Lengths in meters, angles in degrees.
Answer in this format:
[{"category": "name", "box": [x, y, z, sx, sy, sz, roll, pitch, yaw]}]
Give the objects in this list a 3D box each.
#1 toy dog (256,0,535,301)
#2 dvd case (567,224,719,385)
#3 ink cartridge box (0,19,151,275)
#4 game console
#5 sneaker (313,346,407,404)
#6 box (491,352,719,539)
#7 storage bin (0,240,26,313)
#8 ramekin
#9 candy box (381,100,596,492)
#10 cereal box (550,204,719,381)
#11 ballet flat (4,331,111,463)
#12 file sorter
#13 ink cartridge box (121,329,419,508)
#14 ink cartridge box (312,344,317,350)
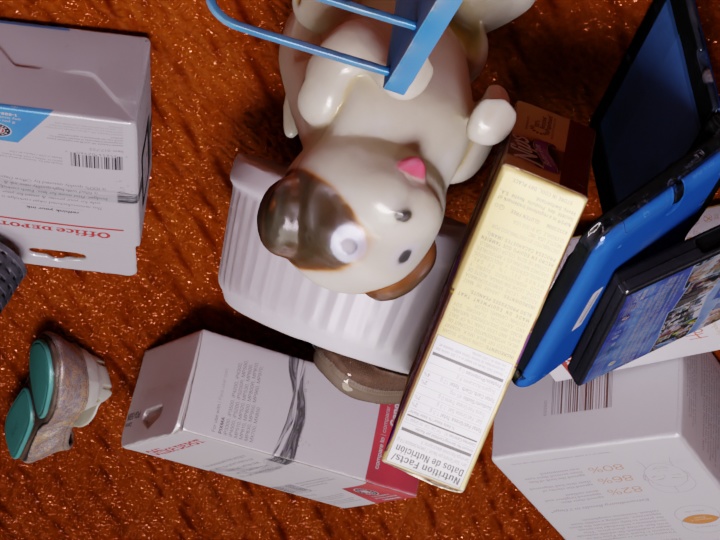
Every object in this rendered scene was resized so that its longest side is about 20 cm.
[{"category": "toy dog", "box": [0.000, -0.085, 1.385, 0.193, 0.201, 0.139, -21, 141, 38]}, {"category": "dvd case", "box": [0.223, -0.002, 1.431, 0.199, 0.018, 0.143, -24, 160, -17]}, {"category": "ink cartridge box", "box": [-0.197, -0.077, 1.567, 0.115, 0.068, 0.200, 7, 151, -1]}, {"category": "game console", "box": [0.140, -0.052, 1.423, 0.170, 0.118, 0.200, -34, 163, -26]}, {"category": "sneaker", "box": [0.045, 0.039, 1.683, 0.199, 0.070, 0.076, -9, 134, -53]}, {"category": "box", "box": [0.208, 0.130, 1.834, 0.151, 0.107, 0.200, -9, 148, 24]}, {"category": "storage bin", "box": [-0.342, -0.007, 1.617, 0.200, 0.094, 0.135, 36, 154, -11]}, {"category": "ramekin", "box": [0.000, 0.000, 1.547, 0.201, 0.095, 0.202, 18, -175, -2]}, {"category": "candy box", "box": [0.076, 0.015, 1.396, 0.056, 0.117, 0.201, 22, 114, -1]}, {"category": "cereal box", "box": [0.208, 0.016, 1.681, 0.199, 0.040, 0.144, -13, 148, 18]}, {"category": "ballet flat", "box": [-0.236, 0.096, 1.905, 0.067, 0.068, 0.200, -6, 161, -21]}, {"category": "file sorter", "box": [0.007, -0.212, 1.224, 0.122, 0.140, 0.200, 15, 150, -12]}, {"category": "ink cartridge box", "box": [-0.065, 0.117, 1.845, 0.199, 0.083, 0.147, 18, 165, -21]}, {"category": "ink cartridge box", "box": [0.005, 0.031, 1.766, 0.094, 0.037, 0.200, -4, 152, 16]}]
